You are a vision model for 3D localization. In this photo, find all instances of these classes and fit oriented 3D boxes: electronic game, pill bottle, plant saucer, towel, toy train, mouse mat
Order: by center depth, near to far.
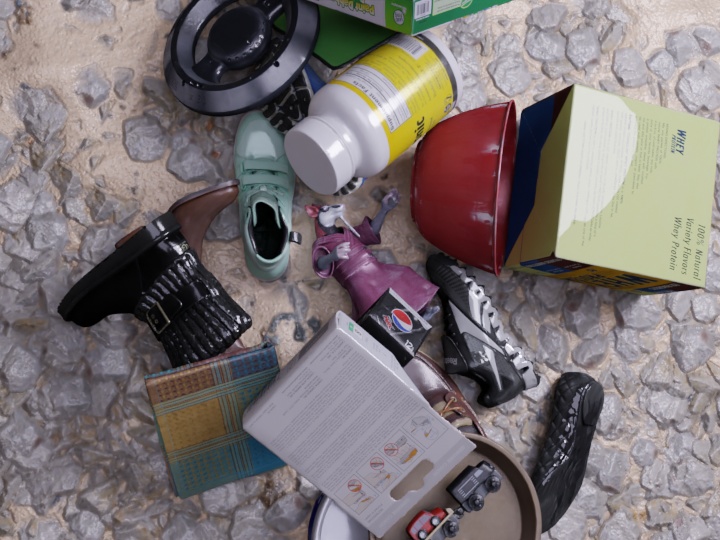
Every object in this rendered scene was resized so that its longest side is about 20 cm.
[{"bbox_3d":[0.073,0.280,1.230,0.200,0.034,0.046,-44,89,-12],"label":"toy train"},{"bbox_3d":[-0.150,0.165,1.251,0.144,0.202,0.022,-15,45,-10],"label":"towel"},{"bbox_3d":[0.012,-0.173,1.256,0.200,0.111,0.112,-41,91,-27],"label":"pill bottle"},{"bbox_3d":[0.103,0.280,1.266,0.196,0.029,0.204,1,83,-9],"label":"plant saucer"},{"bbox_3d":[-0.138,-0.266,1.318,0.197,0.042,0.203,-10,62,18],"label":"electronic game"},{"bbox_3d":[-0.006,-0.299,1.328,0.160,0.200,0.008,-32,127,-11],"label":"mouse mat"}]

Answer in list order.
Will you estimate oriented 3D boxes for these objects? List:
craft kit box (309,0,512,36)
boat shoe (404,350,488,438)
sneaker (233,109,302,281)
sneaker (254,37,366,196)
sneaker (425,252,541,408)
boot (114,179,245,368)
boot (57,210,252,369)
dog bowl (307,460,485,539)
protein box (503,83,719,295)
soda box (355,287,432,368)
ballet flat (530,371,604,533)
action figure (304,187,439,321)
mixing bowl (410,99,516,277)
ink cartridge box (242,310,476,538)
[{"bbox_3d":[0.055,-0.326,1.274,0.198,0.196,0.049,-26,132,-36],"label":"craft kit box"},{"bbox_3d":[0.105,0.176,1.336,0.072,0.072,0.202,-32,90,-12],"label":"boat shoe"},{"bbox_3d":[-0.104,-0.096,1.309,0.072,0.118,0.204,-4,82,-8],"label":"sneaker"},{"bbox_3d":[-0.052,-0.184,1.351,0.078,0.089,0.202,-31,91,33],"label":"sneaker"},{"bbox_3d":[0.125,0.077,1.354,0.090,0.066,0.201,-35,92,-14],"label":"sneaker"},{"bbox_3d":[-0.167,0.021,1.285,0.185,0.064,0.202,-30,85,27],"label":"boot"},{"bbox_3d":[-0.228,0.050,1.246,0.159,0.210,0.079,54,37,-4],"label":"boot"},{"bbox_3d":[0.039,0.308,1.307,0.196,0.079,0.204,1,84,-9],"label":"dog bowl"},{"bbox_3d":[0.295,-0.088,1.353,0.197,0.135,0.202,10,82,-18],"label":"protein box"},{"bbox_3d":[-0.010,0.112,1.267,0.071,0.200,0.063,42,37,-2],"label":"soda box"},{"bbox_3d":[0.238,0.220,1.375,0.066,0.057,0.203,25,84,-34],"label":"ballet flat"},{"bbox_3d":[0.000,0.000,1.343,0.133,0.150,0.201,-25,68,-38],"label":"action figure"},{"bbox_3d":[0.118,-0.099,1.326,0.106,0.200,0.204,6,82,12],"label":"mixing bowl"},{"bbox_3d":[-0.002,0.163,1.207,0.199,0.050,0.161,39,110,-14],"label":"ink cartridge box"}]
